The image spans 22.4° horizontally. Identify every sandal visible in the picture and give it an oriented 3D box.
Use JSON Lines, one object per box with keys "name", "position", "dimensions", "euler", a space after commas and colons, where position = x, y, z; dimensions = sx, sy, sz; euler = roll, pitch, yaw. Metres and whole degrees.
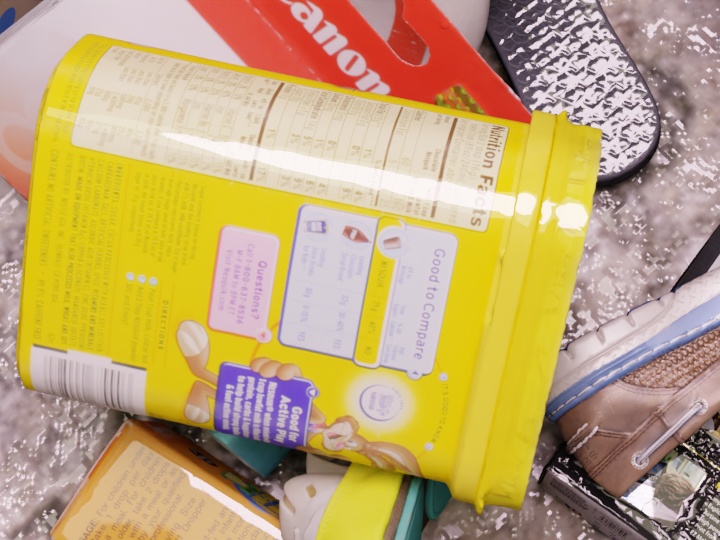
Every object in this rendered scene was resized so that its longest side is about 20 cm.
{"name": "sandal", "position": [0.082, -0.132, 0.861], "dimensions": [0.076, 0.043, 0.201], "euler": [-17, 81, 7]}

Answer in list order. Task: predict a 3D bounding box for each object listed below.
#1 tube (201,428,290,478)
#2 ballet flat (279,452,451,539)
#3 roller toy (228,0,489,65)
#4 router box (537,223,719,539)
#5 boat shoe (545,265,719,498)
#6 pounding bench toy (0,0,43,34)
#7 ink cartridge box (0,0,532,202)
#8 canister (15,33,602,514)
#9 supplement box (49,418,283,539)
{"name": "tube", "position": [0.000, 0.000, 0.816], "dimensions": [0.077, 0.050, 0.200], "euler": [40, 85, -4]}
{"name": "ballet flat", "position": [0.004, 0.093, 0.750], "dimensions": [0.067, 0.200, 0.067], "euler": [9, 120, 13]}
{"name": "roller toy", "position": [-0.027, -0.153, 0.762], "dimensions": [0.182, 0.200, 0.140], "euler": [-13, 41, 33]}
{"name": "router box", "position": [0.201, 0.090, 0.794], "dimensions": [0.200, 0.051, 0.149], "euler": [36, 79, 9]}
{"name": "boat shoe", "position": [0.172, 0.028, 0.753], "dimensions": [0.199, 0.072, 0.073], "euler": [-28, 80, 2]}
{"name": "pounding bench toy", "position": [-0.257, -0.114, 0.822], "dimensions": [0.199, 0.124, 0.156], "euler": [28, 80, 8]}
{"name": "ink cartridge box", "position": [-0.053, -0.059, 0.724], "dimensions": [0.162, 0.200, 0.050], "euler": [47, 45, -17]}
{"name": "canister", "position": [-0.021, -0.002, 0.686], "dimensions": [0.199, 0.087, 0.149], "euler": [12, 115, 4]}
{"name": "supplement box", "position": [-0.031, 0.143, 0.780], "dimensions": [0.200, 0.067, 0.069], "euler": [31, 88, 8]}
